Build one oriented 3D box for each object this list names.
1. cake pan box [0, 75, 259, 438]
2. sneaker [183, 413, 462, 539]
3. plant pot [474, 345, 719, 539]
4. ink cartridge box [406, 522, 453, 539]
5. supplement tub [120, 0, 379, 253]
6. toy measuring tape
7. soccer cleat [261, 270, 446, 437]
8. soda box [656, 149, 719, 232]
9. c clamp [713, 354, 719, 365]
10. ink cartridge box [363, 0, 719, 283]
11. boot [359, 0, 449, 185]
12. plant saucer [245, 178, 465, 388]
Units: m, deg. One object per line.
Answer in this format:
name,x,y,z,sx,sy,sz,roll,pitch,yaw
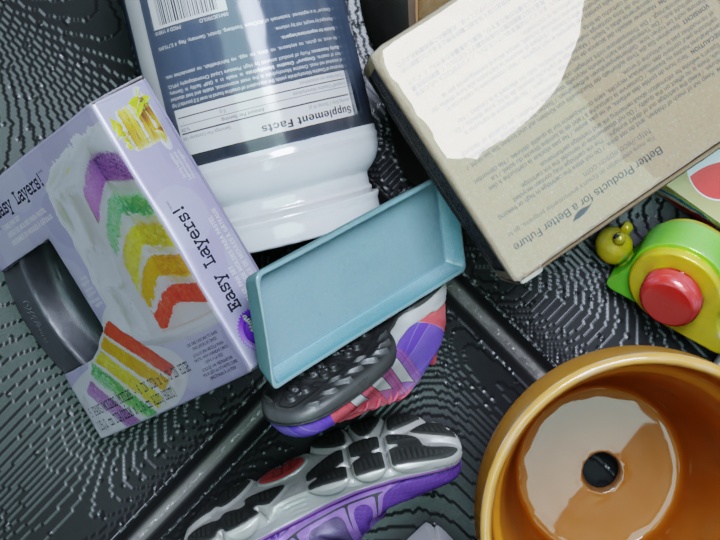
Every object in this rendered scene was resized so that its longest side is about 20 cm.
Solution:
cake pan box,-0.150,-0.001,0.995,0.052,0.199,0.185,-32,95,-41
sneaker,-0.019,0.163,1.067,0.199,0.081,0.084,-26,111,7
plant pot,0.165,0.140,1.005,0.198,0.183,0.202,0,95,-2
ink cartridge box,0.027,0.292,1.060,0.200,0.084,0.145,-45,95,1
supplement tub,-0.068,-0.118,1.001,0.139,0.140,0.202,-13,95,-1
toy measuring tape,0.246,0.020,1.042,0.199,0.074,0.074,29,93,9
soccer cleat,0.004,0.064,0.996,0.068,0.200,0.074,4,115,25
soda box,0.204,-0.087,1.048,0.199,0.068,0.064,34,92,-4
c clamp,0.293,0.125,1.086,0.169,0.027,0.202,-19,94,-2
ink cartridge box,0.127,-0.113,0.970,0.199,0.075,0.165,-33,93,-4
boot,0.049,-0.162,1.048,0.075,0.074,0.202,-15,99,-20
plant saucer,0.000,0.000,0.959,0.019,0.199,0.071,8,115,37
